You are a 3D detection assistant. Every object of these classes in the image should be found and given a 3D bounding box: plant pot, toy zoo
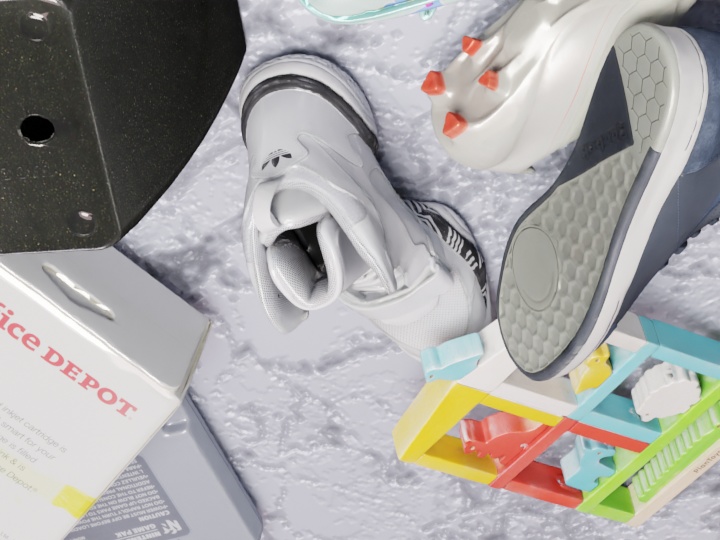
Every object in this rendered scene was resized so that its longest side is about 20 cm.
[{"bbox_3d":[-0.170,-0.113,1.212,0.199,0.178,0.200,-2,130,8],"label":"plant pot"},{"bbox_3d":[0.108,0.069,1.410,0.199,0.021,0.131,18,132,-34],"label":"toy zoo"}]

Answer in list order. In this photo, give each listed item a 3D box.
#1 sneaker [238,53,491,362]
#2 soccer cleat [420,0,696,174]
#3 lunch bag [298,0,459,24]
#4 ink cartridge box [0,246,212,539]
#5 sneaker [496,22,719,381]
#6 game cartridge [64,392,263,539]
[{"bbox_3d":[0.000,0.000,1.335,0.075,0.115,0.200,-20,126,21],"label":"sneaker"},{"bbox_3d":[0.113,-0.117,1.265,0.077,0.070,0.200,19,131,-43],"label":"soccer cleat"},{"bbox_3d":[0.041,-0.194,1.177,0.199,0.077,0.161,-15,119,19],"label":"lunch bag"},{"bbox_3d":[-0.191,0.066,1.404,0.145,0.084,0.200,37,119,-11],"label":"ink cartridge box"},{"bbox_3d":[0.156,-0.028,1.287,0.146,0.077,0.203,-5,138,-34],"label":"sneaker"},{"bbox_3d":[-0.162,0.132,1.519,0.199,0.041,0.134,-15,125,17],"label":"game cartridge"}]
